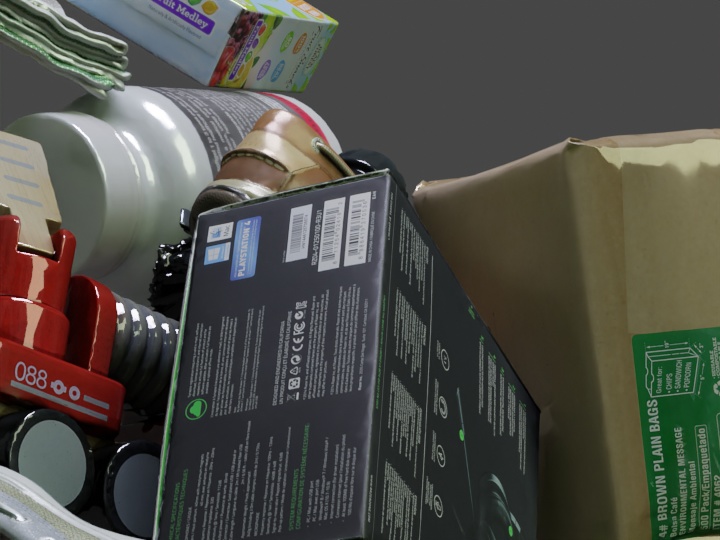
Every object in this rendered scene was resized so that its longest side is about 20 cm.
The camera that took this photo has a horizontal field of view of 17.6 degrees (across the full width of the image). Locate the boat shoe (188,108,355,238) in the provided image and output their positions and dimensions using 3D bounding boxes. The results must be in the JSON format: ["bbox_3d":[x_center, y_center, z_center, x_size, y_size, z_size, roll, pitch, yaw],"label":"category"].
[{"bbox_3d":[0.000,0.000,1.067,0.200,0.075,0.074,50,56,-47],"label":"boat shoe"}]

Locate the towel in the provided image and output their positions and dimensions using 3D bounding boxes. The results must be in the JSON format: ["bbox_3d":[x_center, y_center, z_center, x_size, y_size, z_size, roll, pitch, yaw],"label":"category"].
[{"bbox_3d":[-0.201,-0.152,1.163,0.149,0.031,0.200,30,5,-28],"label":"towel"}]

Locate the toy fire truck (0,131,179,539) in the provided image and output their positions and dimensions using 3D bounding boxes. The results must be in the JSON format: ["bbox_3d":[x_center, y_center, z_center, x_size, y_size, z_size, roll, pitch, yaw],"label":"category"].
[{"bbox_3d":[-0.118,0.031,1.020,0.175,0.128,0.202,24,65,-40],"label":"toy fire truck"}]

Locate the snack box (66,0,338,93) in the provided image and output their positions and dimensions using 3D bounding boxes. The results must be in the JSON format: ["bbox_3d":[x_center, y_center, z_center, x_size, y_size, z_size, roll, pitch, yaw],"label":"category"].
[{"bbox_3d":[-0.126,-0.168,1.285,0.199,0.053,0.142,33,14,16],"label":"snack box"}]

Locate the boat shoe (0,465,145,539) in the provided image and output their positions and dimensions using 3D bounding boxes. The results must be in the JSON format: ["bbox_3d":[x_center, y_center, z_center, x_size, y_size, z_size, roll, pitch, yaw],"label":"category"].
[{"bbox_3d":[-0.139,0.117,0.861,0.201,0.075,0.065,16,6,31],"label":"boat shoe"}]

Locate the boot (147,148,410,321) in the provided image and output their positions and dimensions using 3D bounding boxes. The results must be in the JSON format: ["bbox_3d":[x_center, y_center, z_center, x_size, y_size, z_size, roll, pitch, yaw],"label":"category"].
[{"bbox_3d":[-0.027,0.046,1.153,0.162,0.073,0.200,-36,122,-52],"label":"boot"}]

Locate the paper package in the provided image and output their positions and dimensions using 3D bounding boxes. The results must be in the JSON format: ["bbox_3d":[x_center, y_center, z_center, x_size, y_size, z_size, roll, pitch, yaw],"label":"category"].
[{"bbox_3d":[0.113,0.042,1.117,0.103,0.190,0.202,-6,87,-21],"label":"paper package"}]

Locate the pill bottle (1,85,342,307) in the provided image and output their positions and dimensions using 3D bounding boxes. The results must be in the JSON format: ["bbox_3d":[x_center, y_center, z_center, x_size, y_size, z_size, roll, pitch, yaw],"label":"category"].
[{"bbox_3d":[-0.100,-0.038,1.182,0.111,0.111,0.199,57,27,16],"label":"pill bottle"}]

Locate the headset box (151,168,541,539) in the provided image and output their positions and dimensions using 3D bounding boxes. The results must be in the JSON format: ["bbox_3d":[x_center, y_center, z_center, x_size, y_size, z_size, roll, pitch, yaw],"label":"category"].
[{"bbox_3d":[0.005,0.092,0.968,0.200,0.092,0.175,55,31,-47],"label":"headset box"}]
